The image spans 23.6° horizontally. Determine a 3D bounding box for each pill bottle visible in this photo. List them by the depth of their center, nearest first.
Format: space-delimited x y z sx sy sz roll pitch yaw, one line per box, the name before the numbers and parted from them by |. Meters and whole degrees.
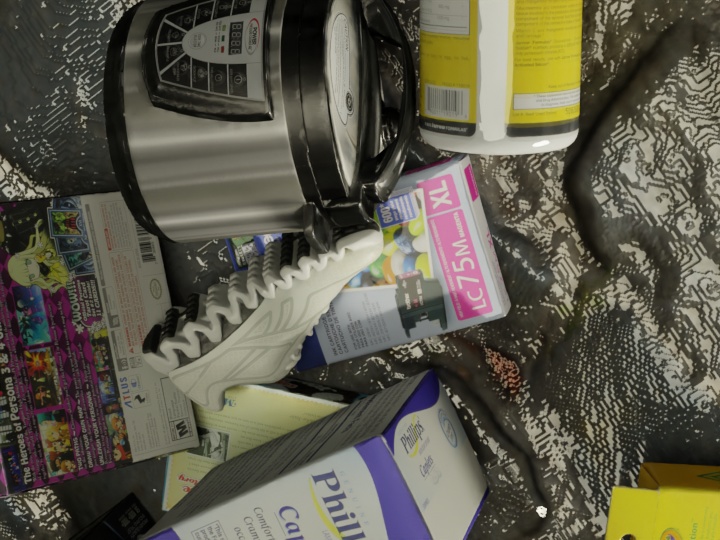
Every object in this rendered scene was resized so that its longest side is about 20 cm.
pill bottle | 0.095 -0.185 1.167 0.111 0.112 0.202 3 103 12

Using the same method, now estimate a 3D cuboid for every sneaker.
sneaker | -0.059 0.029 1.238 0.199 0.075 0.081 -32 108 18

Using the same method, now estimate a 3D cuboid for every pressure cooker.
pressure cooker | -0.058 -0.114 1.187 0.198 0.179 0.178 -4 113 15

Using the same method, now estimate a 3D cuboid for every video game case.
video game case | -0.208 0.047 1.237 0.036 0.180 0.202 -14 88 42

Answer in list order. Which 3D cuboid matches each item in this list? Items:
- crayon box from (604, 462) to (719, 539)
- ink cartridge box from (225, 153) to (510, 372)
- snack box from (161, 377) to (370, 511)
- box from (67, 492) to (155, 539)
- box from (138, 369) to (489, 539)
crayon box | 0.260 0.206 1.219 0.198 0.051 0.128 5 104 -8
ink cartridge box | 0.000 0.000 1.269 0.198 0.042 0.121 -15 98 17
snack box | -0.048 0.145 1.312 0.198 0.037 0.118 12 104 10
box | -0.248 0.282 1.323 0.199 0.164 0.086 -37 93 17
box | -0.029 0.171 1.197 0.199 0.184 0.106 -26 94 16
